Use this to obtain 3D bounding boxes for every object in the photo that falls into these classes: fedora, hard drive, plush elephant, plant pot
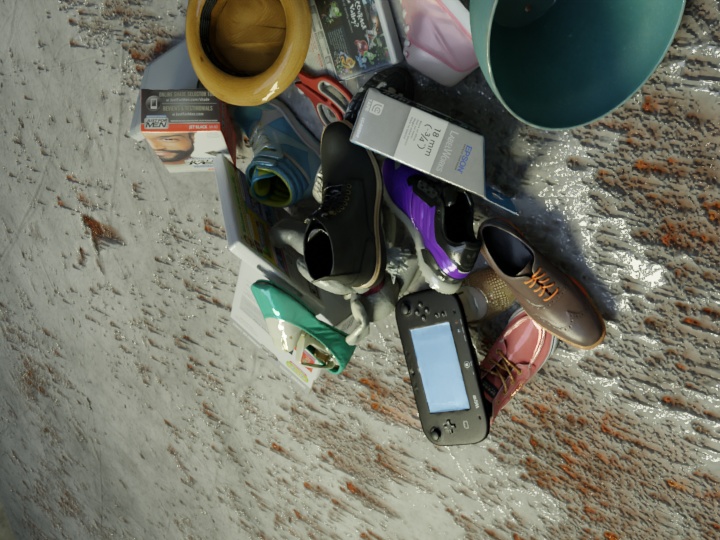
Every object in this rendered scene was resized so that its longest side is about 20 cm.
[{"bbox_3d":[-0.135,-0.310,0.931,0.196,0.081,0.207,5,102,27],"label":"fedora"},{"bbox_3d":[-0.286,-0.287,1.107,0.197,0.026,0.136,-10,65,44],"label":"hard drive"},{"bbox_3d":[0.000,0.000,0.982,0.199,0.163,0.157,35,148,37],"label":"plush elephant"},{"bbox_3d":[0.182,-0.256,0.678,0.136,0.195,0.204,-116,27,-50],"label":"plant pot"}]

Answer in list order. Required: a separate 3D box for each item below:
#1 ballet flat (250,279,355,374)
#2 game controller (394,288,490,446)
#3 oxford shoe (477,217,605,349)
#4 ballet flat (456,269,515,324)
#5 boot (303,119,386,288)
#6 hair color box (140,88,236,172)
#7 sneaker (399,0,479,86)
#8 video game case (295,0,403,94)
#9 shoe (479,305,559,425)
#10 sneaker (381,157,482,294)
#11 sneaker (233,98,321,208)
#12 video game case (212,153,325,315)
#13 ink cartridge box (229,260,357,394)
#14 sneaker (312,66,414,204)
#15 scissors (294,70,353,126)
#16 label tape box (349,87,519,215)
[{"bbox_3d":[-0.079,0.087,0.974,0.066,0.072,0.199,-2,150,43],"label":"ballet flat"},{"bbox_3d":[0.106,0.125,0.930,0.103,0.042,0.205,-14,90,46],"label":"game controller"},{"bbox_3d":[0.210,0.019,0.857,0.200,0.072,0.071,44,103,12],"label":"oxford shoe"},{"bbox_3d":[0.125,0.054,0.972,0.198,0.065,0.072,-28,95,46],"label":"ballet flat"},{"bbox_3d":[-0.028,-0.082,0.825,0.076,0.138,0.205,-17,82,24],"label":"boot"},{"bbox_3d":[-0.243,-0.198,1.042,0.200,0.108,0.066,111,157,-81],"label":"hair color box"},{"bbox_3d":[0.065,-0.298,0.812,0.201,0.075,0.104,50,131,0],"label":"sneaker"},{"bbox_3d":[-0.044,-0.346,0.921,0.179,0.023,0.205,-3,111,43],"label":"video game case"},{"bbox_3d":[0.190,0.131,0.941,0.071,0.091,0.203,37,133,17],"label":"shoe"},{"bbox_3d":[0.094,-0.082,0.886,0.100,0.068,0.203,-55,51,45],"label":"sneaker"},{"bbox_3d":[-0.137,-0.171,1.025,0.199,0.130,0.080,40,136,16],"label":"sneaker"},{"bbox_3d":[-0.130,-0.051,1.014,0.022,0.202,0.182,-35,133,14],"label":"video game case"},{"bbox_3d":[-0.111,0.070,1.175,0.199,0.083,0.178,39,133,18],"label":"ink cartridge box"},{"bbox_3d":[-0.002,-0.181,0.942,0.076,0.089,0.202,29,112,-17],"label":"sneaker"},{"bbox_3d":[-0.085,-0.268,0.971,0.200,0.014,0.073,44,144,2],"label":"scissors"},{"bbox_3d":[0.096,-0.140,0.815,0.196,0.144,0.065,23,105,2],"label":"label tape box"}]
